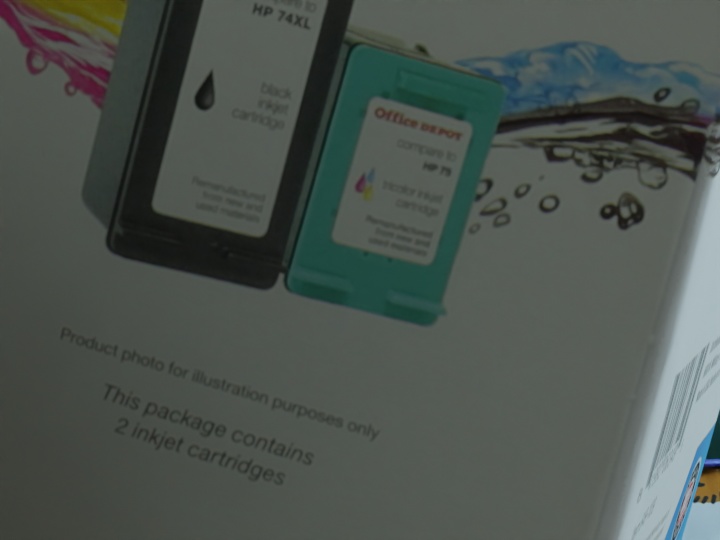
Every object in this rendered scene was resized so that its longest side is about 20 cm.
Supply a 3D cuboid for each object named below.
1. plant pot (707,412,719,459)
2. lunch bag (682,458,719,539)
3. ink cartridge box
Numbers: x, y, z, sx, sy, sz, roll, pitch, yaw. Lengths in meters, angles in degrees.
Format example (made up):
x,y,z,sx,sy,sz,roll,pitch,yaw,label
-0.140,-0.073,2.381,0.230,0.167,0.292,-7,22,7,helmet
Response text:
x,y,z,sx,sy,sz,roll,pitch,yaw,label
0.090,0.170,1.121,0.201,0.200,0.161,-115,-173,-62,plant pot
0.088,0.146,0.703,0.124,0.170,0.200,81,7,-89,lunch bag
0.006,-0.035,0.544,0.147,0.146,0.200,-23,129,-75,ink cartridge box
